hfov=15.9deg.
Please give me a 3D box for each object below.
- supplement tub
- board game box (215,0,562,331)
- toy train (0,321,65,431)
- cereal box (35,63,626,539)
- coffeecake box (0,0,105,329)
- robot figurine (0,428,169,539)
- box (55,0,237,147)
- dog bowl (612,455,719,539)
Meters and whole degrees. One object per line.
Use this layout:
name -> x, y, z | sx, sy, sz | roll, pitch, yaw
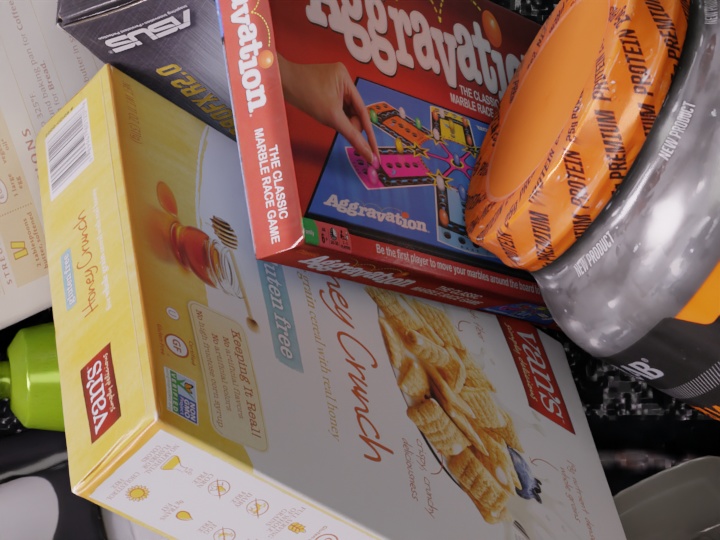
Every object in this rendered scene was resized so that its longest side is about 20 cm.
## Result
supplement tub -> 0.139, -0.007, 0.761 | 0.199, 0.123, 0.123 | 27, 83, -12
board game box -> 0.021, -0.042, 0.781 | 0.019, 0.200, 0.103 | -18, 75, 27
toy train -> -0.138, 0.039, 0.829 | 0.115, 0.085, 0.201 | 1, 48, -12
cereal box -> -0.002, 0.040, 0.744 | 0.200, 0.144, 0.040 | 30, 120, -35
coffeecake box -> -0.129, -0.060, 0.767 | 0.073, 0.200, 0.154 | -12, 100, 42
robot figurine -> -0.109, 0.130, 0.828 | 0.199, 0.125, 0.151 | -19, 89, -2
box -> -0.024, -0.127, 0.815 | 0.048, 0.158, 0.201 | -15, 58, 27
dog bowl -> 0.139, 0.148, 0.796 | 0.199, 0.059, 0.201 | -6, 45, 6
